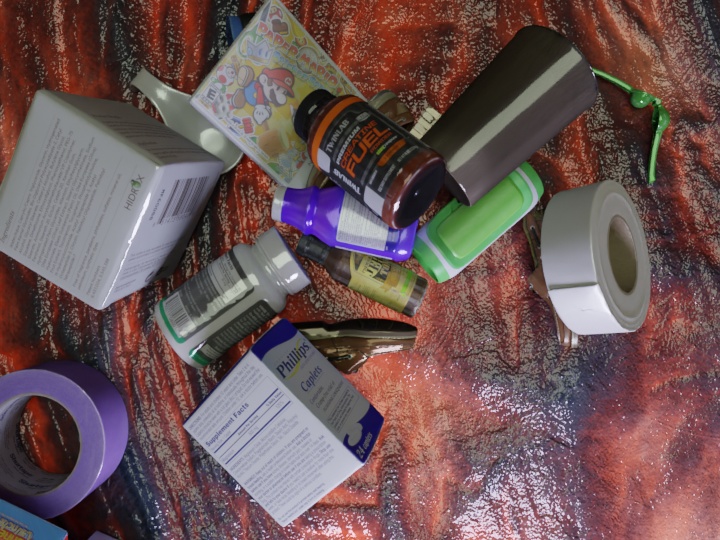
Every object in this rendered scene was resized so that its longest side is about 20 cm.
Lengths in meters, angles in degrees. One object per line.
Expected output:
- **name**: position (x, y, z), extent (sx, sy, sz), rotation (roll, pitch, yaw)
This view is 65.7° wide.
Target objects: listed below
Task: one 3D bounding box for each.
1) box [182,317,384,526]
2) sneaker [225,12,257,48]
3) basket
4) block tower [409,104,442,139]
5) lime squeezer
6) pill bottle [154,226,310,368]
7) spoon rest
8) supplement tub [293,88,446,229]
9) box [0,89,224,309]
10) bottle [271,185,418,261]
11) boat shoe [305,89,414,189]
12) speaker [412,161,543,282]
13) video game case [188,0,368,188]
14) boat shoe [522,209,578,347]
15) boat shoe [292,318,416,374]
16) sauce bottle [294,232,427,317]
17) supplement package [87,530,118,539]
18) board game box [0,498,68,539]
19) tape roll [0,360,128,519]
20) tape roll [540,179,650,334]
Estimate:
- **box**: position (-0.103, 0.202, 0.749), extent (0.200, 0.105, 0.184), rotation (45, 118, -1)
- **sneaker**: position (-0.138, -0.269, 0.809), extent (0.076, 0.070, 0.204), rotation (-13, 100, -19)
- **basket**: position (0.181, -0.195, 0.738), extent (0.200, 0.180, 0.136), rotation (-43, 102, 4)
- **block tower**: position (0.060, -0.139, 0.820), extent (0.054, 0.058, 0.201), rotation (36, 90, -1)
- **lime squeezer**: position (0.422, -0.239, 0.848), extent (0.070, 0.038, 0.202), rotation (-30, 91, 29)
- **pill bottle**: position (-0.175, 0.035, 0.781), extent (0.198, 0.113, 0.114), rotation (-35, 90, -2)
- **spoon rest**: position (-0.254, -0.221, 0.810), extent (0.199, 0.061, 0.100), rotation (39, 88, 0)
- **supplement tub**: position (0.004, -0.149, 0.705), extent (0.199, 0.107, 0.107), rotation (40, 88, 22)
- **box**: position (-0.317, -0.095, 0.718), extent (0.170, 0.199, 0.202), rotation (31, 104, -1)
- **bottle**: position (-0.021, -0.071, 0.758), extent (0.196, 0.065, 0.085), rotation (12, 86, 0)
- **boat shoe**: position (0.000, -0.168, 0.803), extent (0.072, 0.076, 0.201), rotation (41, 89, 14)
- **speaker**: position (0.166, -0.074, 0.807), extent (0.199, 0.088, 0.089), rotation (-40, 90, -2)
- **video game case**: position (-0.106, -0.236, 0.779), extent (0.199, 0.023, 0.183), rotation (41, 81, -30)
- **boat shoe**: position (0.279, 0.013, 0.822), extent (0.067, 0.072, 0.205), rotation (-7, 82, 16)
- **boat shoe**: position (-0.016, 0.111, 0.805), extent (0.195, 0.072, 0.070), rotation (-1, 96, 7)
- **sauce bottle**: position (0.000, 0.000, 0.811), extent (0.197, 0.065, 0.066), rotation (25, 88, -2)
- **supplement package**: position (-0.339, 0.463, 0.726), extent (0.153, 0.200, 0.113), rotation (24, 89, -1)
- **board game box**: position (-0.486, 0.361, 0.736), extent (0.197, 0.197, 0.056), rotation (26, 44, 0)
- **tape roll**: position (-0.440, 0.234, 0.786), extent (0.195, 0.085, 0.205), rotation (0, 89, -2)
- **tape roll**: position (0.324, -0.016, 0.759), extent (0.200, 0.070, 0.207), rotation (9, 77, -44)
